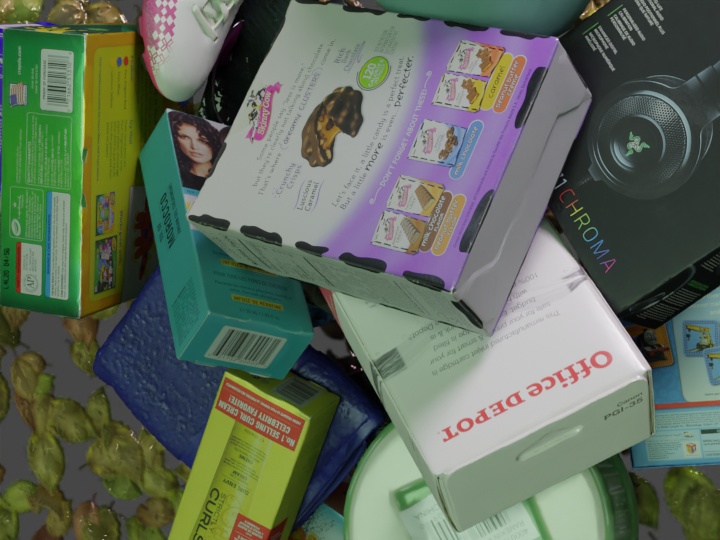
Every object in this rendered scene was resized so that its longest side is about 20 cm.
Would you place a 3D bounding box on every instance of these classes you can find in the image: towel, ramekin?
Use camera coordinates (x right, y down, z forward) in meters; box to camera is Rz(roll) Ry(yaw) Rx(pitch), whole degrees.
[{"bbox_3d":[-0.088,0.086,1.120,0.200,0.050,0.148,43,115,8],"label":"towel"},{"bbox_3d":[0.083,0.172,1.034,0.199,0.098,0.201,-2,82,13],"label":"ramekin"}]

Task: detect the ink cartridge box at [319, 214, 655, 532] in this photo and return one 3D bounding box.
[{"bbox_3d":[0.074,0.043,0.974,0.146,0.083,0.200,-25,53,-5],"label":"ink cartridge box"}]

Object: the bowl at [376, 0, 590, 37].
[{"bbox_3d":[0.079,-0.212,1.000,0.200,0.201,0.105,23,128,19],"label":"bowl"}]

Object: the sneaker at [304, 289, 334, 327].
[{"bbox_3d":[-0.095,0.054,1.190,0.200,0.078,0.090,-19,108,31],"label":"sneaker"}]

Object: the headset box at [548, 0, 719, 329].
[{"bbox_3d":[0.211,-0.091,0.970,0.200,0.093,0.175,-35,70,18],"label":"headset box"}]

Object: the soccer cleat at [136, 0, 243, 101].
[{"bbox_3d":[-0.103,-0.220,1.107,0.086,0.070,0.201,4,81,31],"label":"soccer cleat"}]

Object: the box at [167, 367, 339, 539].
[{"bbox_3d":[-0.083,0.163,1.083,0.075,0.050,0.201,28,113,15],"label":"box"}]

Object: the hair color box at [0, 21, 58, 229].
[{"bbox_3d":[-0.269,-0.090,1.212,0.065,0.109,0.201,15,105,22],"label":"hair color box"}]

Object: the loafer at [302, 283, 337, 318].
[{"bbox_3d":[0.000,0.000,1.116,0.200,0.063,0.072,51,122,24],"label":"loafer"}]

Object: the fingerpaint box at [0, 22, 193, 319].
[{"bbox_3d":[-0.193,-0.081,1.146,0.073,0.167,0.201,8,103,21],"label":"fingerpaint box"}]

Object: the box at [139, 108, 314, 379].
[{"bbox_3d":[-0.094,-0.021,1.063,0.049,0.082,0.200,-53,37,34],"label":"box"}]

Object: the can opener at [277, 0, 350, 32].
[{"bbox_3d":[0.001,-0.095,1.107,0.078,0.063,0.201,-26,91,10],"label":"can opener"}]

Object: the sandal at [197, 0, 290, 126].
[{"bbox_3d":[-0.084,-0.149,1.149,0.075,0.048,0.201,20,107,20],"label":"sandal"}]

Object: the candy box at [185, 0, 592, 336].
[{"bbox_3d":[0.016,-0.069,0.953,0.199,0.072,0.168,16,74,32],"label":"candy box"}]

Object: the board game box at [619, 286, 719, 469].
[{"bbox_3d":[0.244,0.029,1.037,0.151,0.037,0.201,-6,97,26],"label":"board game box"}]

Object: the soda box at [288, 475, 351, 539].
[{"bbox_3d":[0.026,0.228,1.158,0.200,0.064,0.069,33,110,15],"label":"soda box"}]

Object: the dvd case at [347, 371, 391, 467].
[{"bbox_3d":[0.075,0.157,1.102,0.150,0.025,0.201,-14,80,12],"label":"dvd case"}]
